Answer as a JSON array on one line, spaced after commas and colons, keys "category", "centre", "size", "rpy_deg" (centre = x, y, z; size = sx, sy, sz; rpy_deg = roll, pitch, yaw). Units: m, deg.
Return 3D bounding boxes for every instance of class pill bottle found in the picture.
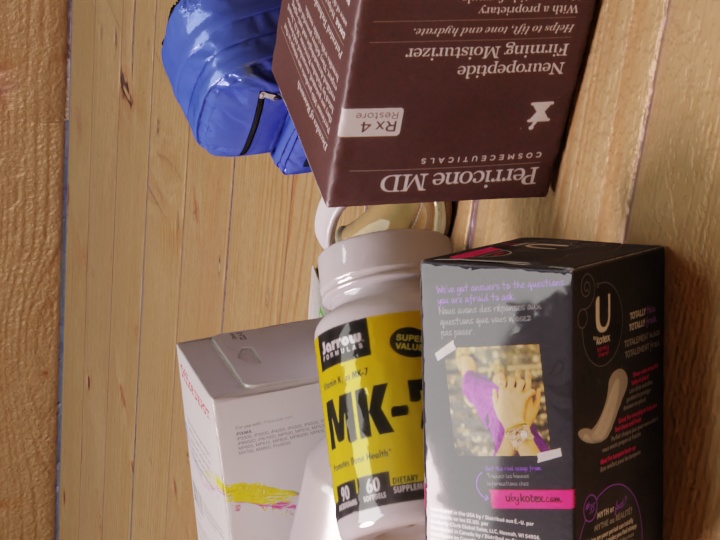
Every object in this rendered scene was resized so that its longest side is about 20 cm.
[{"category": "pill bottle", "centre": [0.029, 0.081, 1.314], "size": [0.114, 0.114, 0.200], "rpy_deg": [129, 135, -66]}]

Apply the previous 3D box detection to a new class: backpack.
[{"category": "backpack", "centre": [-0.051, -0.169, 1.565], "size": [0.163, 0.200, 0.168], "rpy_deg": [112, 141, -56]}]

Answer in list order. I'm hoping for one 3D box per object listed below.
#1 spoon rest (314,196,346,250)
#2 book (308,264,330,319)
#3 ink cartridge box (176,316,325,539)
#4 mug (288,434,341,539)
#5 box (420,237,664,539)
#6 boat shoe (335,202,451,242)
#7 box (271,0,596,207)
[{"category": "spoon rest", "centre": [0.000, 0.000, 1.515], "size": [0.099, 0.061, 0.200], "rpy_deg": [-119, 18, -47]}, {"category": "book", "centre": [-0.002, 0.108, 1.742], "size": [0.134, 0.048, 0.200], "rpy_deg": [100, 157, -46]}, {"category": "ink cartridge box", "centre": [-0.065, 0.160, 1.644], "size": [0.145, 0.144, 0.200], "rpy_deg": [-135, 36, -65]}, {"category": "mug", "centre": [0.030, 0.201, 1.500], "size": [0.149, 0.186, 0.153], "rpy_deg": [-68, -17, -64]}, {"category": "box", "centre": [0.110, 0.087, 1.150], "size": [0.106, 0.122, 0.200], "rpy_deg": [5, 99, 34]}, {"category": "boat shoe", "centre": [0.017, -0.023, 1.582], "size": [0.200, 0.076, 0.072], "rpy_deg": [115, 150, -56]}, {"category": "box", "centre": [0.047, -0.172, 1.296], "size": [0.164, 0.166, 0.200], "rpy_deg": [-113, 25, -47]}]
